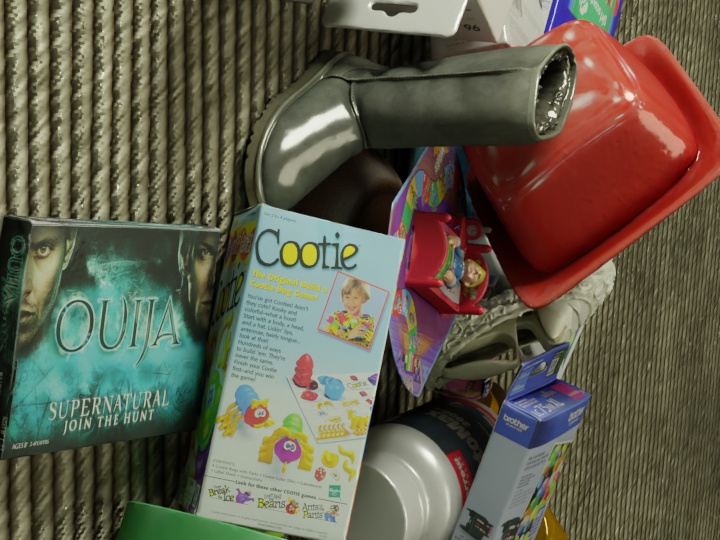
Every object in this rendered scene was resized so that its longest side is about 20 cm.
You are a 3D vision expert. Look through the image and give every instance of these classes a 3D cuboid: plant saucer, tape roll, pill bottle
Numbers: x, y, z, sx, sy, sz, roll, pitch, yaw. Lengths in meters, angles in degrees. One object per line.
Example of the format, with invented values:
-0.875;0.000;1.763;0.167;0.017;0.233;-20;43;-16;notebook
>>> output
0.000;0.000;1.273;0.200;0.036;0.203;-33;127;-56;plant saucer
-0.060;0.197;1.031;0.200;0.198;0.049;36;66;-61;tape roll
0.043;0.179;1.320;0.199;0.118;0.121;-15;111;-61;pill bottle

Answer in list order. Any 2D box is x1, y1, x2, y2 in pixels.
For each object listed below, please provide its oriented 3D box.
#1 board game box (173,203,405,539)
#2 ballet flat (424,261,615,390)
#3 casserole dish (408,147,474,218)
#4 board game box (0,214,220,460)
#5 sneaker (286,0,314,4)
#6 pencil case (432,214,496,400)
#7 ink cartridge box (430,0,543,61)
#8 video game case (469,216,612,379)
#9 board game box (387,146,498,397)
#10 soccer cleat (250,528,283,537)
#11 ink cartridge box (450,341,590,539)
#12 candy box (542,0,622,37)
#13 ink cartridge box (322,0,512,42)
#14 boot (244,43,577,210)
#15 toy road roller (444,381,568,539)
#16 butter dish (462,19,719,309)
-0.049;0.068;1.078;0.103;0.104;0.203;175;-72;-75;board game box
0.128;0.051;1.327;0.072;0.198;0.073;161;-90;-80;ballet flat
0.068;-0.071;1.333;0.122;0.038;0.202;70;20;-51;casserole dish
-0.155;0.037;0.981;0.199;0.028;0.137;-1;100;-63;board game box
-0.037;-0.244;1.062;0.200;0.083;0.122;-36;135;-65;sneaker
0.107;0.017;1.437;0.083;0.086;0.201;60;43;-42;pencil case
0.103;-0.249;1.330;0.116;0.067;0.203;38;47;-61;ink cartridge box
0.168;-0.026;1.432;0.201;0.023;0.183;-60;135;-40;video game case
0.068;-0.009;1.185;0.201;0.038;0.160;-60;147;-53;board game box
-0.055;0.101;1.177;0.081;0.067;0.203;41;64;-76;soccer cleat
0.127;0.162;1.286;0.119;0.042;0.202;-11;121;-62;ink cartridge box
0.185;-0.249;1.517;0.169;0.076;0.202;40;64;-61;candy box
0.061;-0.242;1.210;0.068;0.115;0.202;55;51;-53;ink cartridge box
0.036;-0.098;1.127;0.183;0.198;0.073;-60;147;-35;boot
0.130;0.213;1.477;0.123;0.144;0.202;55;51;-55;toy road roller
0.148;-0.111;1.219;0.148;0.199;0.200;43;16;-35;butter dish
